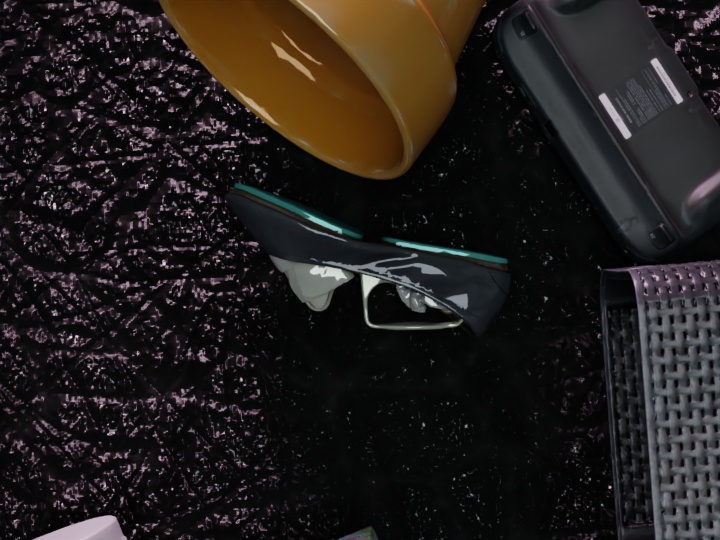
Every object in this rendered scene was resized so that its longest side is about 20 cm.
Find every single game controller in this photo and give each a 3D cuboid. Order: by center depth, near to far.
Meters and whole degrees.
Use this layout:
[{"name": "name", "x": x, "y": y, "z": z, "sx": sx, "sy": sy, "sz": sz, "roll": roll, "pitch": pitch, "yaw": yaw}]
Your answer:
[{"name": "game controller", "x": 0.175, "y": -0.107, "z": 0.907, "sx": 0.104, "sy": 0.042, "sz": 0.201, "roll": -33, "pitch": 90, "yaw": -14}]

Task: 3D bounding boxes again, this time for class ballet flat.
[{"name": "ballet flat", "x": 0.000, "y": 0.000, "z": 0.890, "sx": 0.198, "sy": 0.073, "sz": 0.074, "roll": 16, "pitch": 90, "yaw": -2}]

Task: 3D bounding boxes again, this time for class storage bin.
[{"name": "storage bin", "x": 0.213, "y": 0.096, "z": 0.853, "sx": 0.093, "sy": 0.135, "sz": 0.203, "roll": -4, "pitch": 90, "yaw": 1}]

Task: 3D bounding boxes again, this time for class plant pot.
[{"name": "plant pot", "x": 0.003, "y": -0.191, "z": 0.838, "sx": 0.200, "sy": 0.200, "sz": 0.184, "roll": 38, "pitch": 74, "yaw": 0}]

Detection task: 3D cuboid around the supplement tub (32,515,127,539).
[{"name": "supplement tub", "x": -0.178, "y": 0.273, "z": 0.854, "sx": 0.139, "sy": 0.140, "sz": 0.202, "roll": -20, "pitch": 90, "yaw": 0}]

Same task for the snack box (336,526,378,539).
[{"name": "snack box", "x": -0.018, "y": 0.282, "z": 0.839, "sx": 0.141, "sy": 0.053, "sz": 0.202, "roll": -22, "pitch": 88, "yaw": 3}]
